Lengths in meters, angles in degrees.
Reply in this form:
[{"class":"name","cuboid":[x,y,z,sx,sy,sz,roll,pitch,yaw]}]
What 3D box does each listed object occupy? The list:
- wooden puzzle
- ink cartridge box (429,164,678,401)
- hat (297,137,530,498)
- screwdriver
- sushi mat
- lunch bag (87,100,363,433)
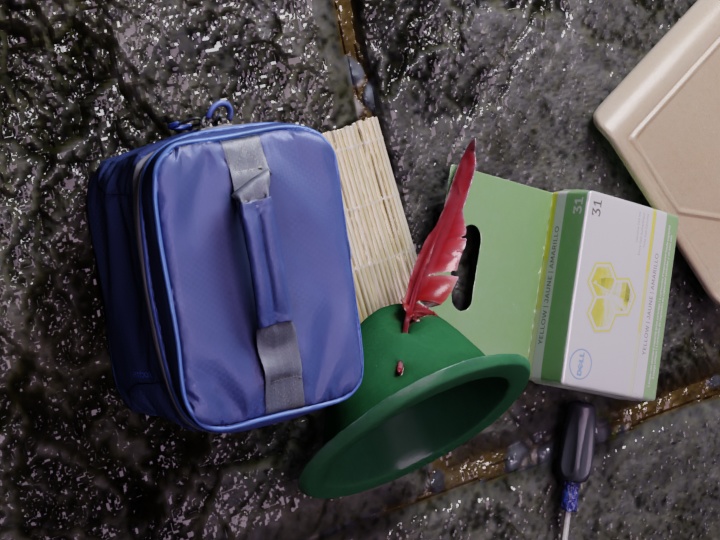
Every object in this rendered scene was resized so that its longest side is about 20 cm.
[{"class":"wooden puzzle","cuboid":[0.290,-0.100,1.249,0.185,0.037,0.200,-46,107,-23]},{"class":"ink cartridge box","cuboid":[0.144,0.011,1.142,0.199,0.048,0.147,13,84,-38]},{"class":"hat","cuboid":[0.008,0.034,1.047,0.199,0.166,0.177,-7,60,-46]},{"class":"screwdriver","cuboid":[0.156,0.198,1.168,0.028,0.029,0.202,7,85,-31]},{"class":"sushi mat","cuboid":[0.000,0.000,1.082,0.095,0.012,0.201,-22,101,-30]},{"class":"lunch bag","cuboid":[-0.079,-0.004,0.964,0.135,0.132,0.202,-13,97,-31]}]
